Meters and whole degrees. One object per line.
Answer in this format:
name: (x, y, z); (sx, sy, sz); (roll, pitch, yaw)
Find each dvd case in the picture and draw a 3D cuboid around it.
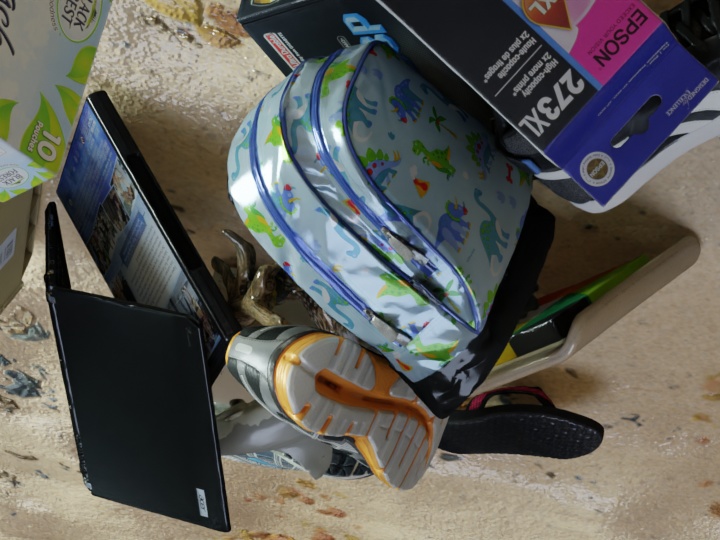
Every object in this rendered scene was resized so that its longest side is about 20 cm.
dvd case: (-0.152, -0.009, 1.126); (0.017, 0.201, 0.143); (-23, 164, -29)

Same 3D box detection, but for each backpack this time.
backpack: (0.018, -0.039, 0.955); (0.199, 0.164, 0.154); (32, 140, -4)

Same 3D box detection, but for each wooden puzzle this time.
wooden puzzle: (0.123, 0.043, 1.123); (0.200, 0.185, 0.037); (-33, 88, 42)

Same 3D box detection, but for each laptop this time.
laptop: (-0.163, 0.066, 1.157); (0.103, 0.200, 0.178); (-8, 120, -7)

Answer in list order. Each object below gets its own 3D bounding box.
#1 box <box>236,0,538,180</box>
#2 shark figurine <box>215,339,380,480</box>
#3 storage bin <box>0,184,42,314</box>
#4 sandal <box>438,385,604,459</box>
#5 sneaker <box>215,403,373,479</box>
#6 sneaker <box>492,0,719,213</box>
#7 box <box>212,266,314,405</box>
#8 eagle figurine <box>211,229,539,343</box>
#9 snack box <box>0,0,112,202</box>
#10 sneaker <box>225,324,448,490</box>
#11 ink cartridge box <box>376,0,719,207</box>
box: (0.044, -0.125, 0.988); (0.158, 0.046, 0.200); (-10, 142, 31)
shark figurine: (-0.067, 0.120, 1.177); (0.213, 0.128, 0.090); (-24, 116, 15)
storage bin: (-0.315, -0.009, 1.153); (0.093, 0.199, 0.200); (30, 147, 4)
sandal: (0.124, 0.123, 1.352); (0.075, 0.045, 0.199); (40, 153, -28)
sneaker: (-0.069, 0.141, 1.423); (0.199, 0.078, 0.086); (14, 160, 10)
sneaker: (0.155, -0.115, 0.898); (0.111, 0.073, 0.200); (23, 128, -33)
box: (-0.028, 0.068, 1.276); (0.199, 0.078, 0.095); (11, 146, 3)
eagle figurine: (0.000, 0.007, 1.110); (0.199, 0.152, 0.152); (-13, 134, -24)
snack box: (-0.198, -0.155, 0.824); (0.053, 0.201, 0.142); (-21, 136, 38)
sneaker: (-0.008, 0.079, 1.017); (0.077, 0.079, 0.200); (17, 166, 37)
ink cartridge box: (0.090, -0.134, 0.858); (0.200, 0.037, 0.095); (42, 99, -3)
